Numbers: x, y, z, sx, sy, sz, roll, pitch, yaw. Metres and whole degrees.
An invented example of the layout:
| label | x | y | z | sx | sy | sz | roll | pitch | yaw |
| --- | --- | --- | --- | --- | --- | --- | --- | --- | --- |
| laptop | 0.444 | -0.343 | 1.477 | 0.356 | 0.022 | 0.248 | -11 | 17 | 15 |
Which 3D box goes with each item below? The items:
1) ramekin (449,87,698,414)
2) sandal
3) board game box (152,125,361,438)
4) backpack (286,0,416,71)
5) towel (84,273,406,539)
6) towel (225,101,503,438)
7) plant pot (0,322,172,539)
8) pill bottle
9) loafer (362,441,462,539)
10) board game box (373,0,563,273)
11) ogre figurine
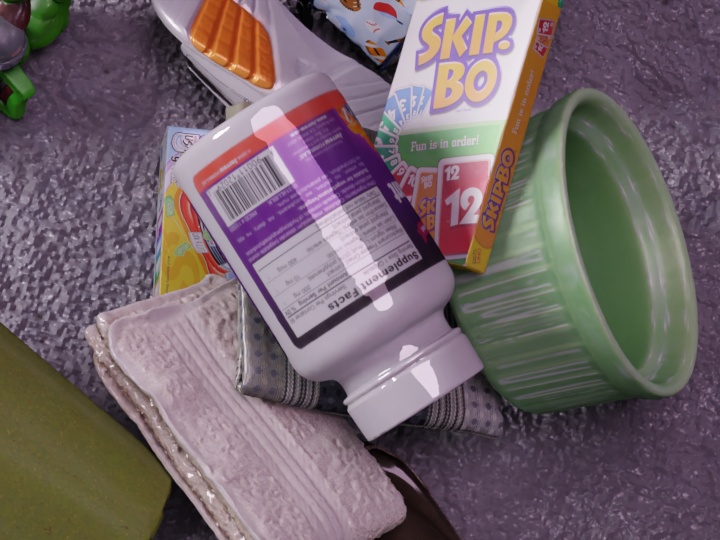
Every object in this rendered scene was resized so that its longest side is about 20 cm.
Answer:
| label | x | y | z | sx | sy | sz | roll | pitch | yaw |
| --- | --- | --- | --- | --- | --- | --- | --- | --- | --- |
| ramekin | 0.128 | -0.006 | 1.623 | 0.097 | 0.200 | 0.201 | -17 | 67 | 25 |
| sandal | -0.060 | -0.126 | 1.695 | 0.206 | 0.059 | 0.079 | 36 | 49 | 0 |
| board game box | -0.066 | 0.010 | 1.656 | 0.134 | 0.034 | 0.201 | 5 | 67 | -12 |
| backpack | 0.069 | -0.226 | 1.697 | 0.154 | 0.191 | 0.200 | 37 | 64 | 3 |
| towel | -0.068 | 0.091 | 1.547 | 0.132 | 0.034 | 0.200 | -20 | 66 | -48 |
| towel | 0.000 | 0.000 | 1.611 | 0.192 | 0.035 | 0.201 | 10 | 64 | -29 |
| plant pot | -0.220 | 0.121 | 1.509 | 0.190 | 0.200 | 0.200 | 33 | 64 | -13 |
| pill bottle | -0.014 | -0.005 | 1.512 | 0.111 | 0.111 | 0.200 | -31 | 88 | -22 |
| loafer | 0.044 | 0.187 | 1.590 | 0.073 | 0.071 | 0.200 | -29 | 78 | -22 |
| board game box | 0.061 | -0.105 | 1.566 | 0.095 | 0.030 | 0.201 | 14 | 84 | 39 |
| ogre figurine | -0.243 | -0.152 | 1.633 | 0.098 | 0.120 | 0.200 | 28 | 63 | 4 |
